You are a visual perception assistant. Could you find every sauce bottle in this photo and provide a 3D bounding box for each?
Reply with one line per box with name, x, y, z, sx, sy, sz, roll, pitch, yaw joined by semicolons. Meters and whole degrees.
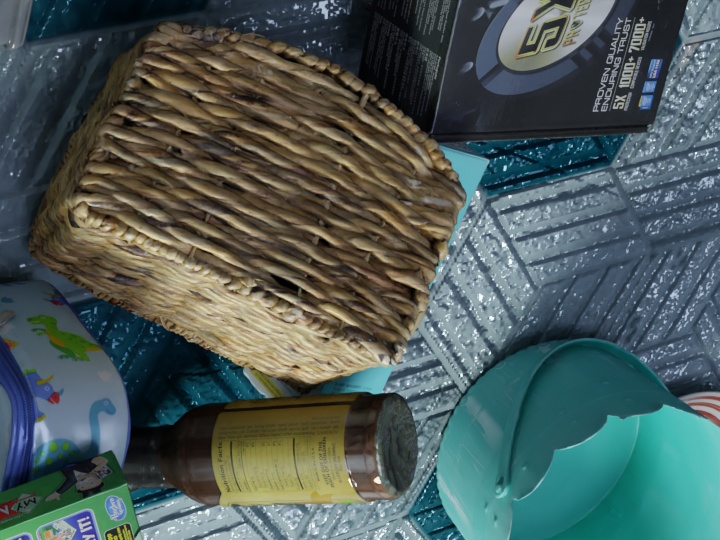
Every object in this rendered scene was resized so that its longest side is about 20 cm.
sauce bottle;-0.065;0.107;0.922;0.065;0.199;0.065;17;71;-61

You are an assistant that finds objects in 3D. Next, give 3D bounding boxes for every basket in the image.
basket;-0.062;-0.038;0.855;0.199;0.149;0.143;26;72;-15

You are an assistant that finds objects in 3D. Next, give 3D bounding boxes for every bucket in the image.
bucket;0.160;0.155;1.108;0.206;0.135;0.208;-11;118;-21

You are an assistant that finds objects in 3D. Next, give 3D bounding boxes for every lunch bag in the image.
lunch bag;-0.193;0.116;0.848;0.082;0.161;0.201;-1;119;-33

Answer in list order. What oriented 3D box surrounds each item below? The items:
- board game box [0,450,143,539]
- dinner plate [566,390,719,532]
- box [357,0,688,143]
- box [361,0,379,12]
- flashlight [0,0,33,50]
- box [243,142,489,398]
board game box;-0.166;0.196;0.794;0.134;0.029;0.201;-20;128;-17
dinner plate;0.243;0.181;1.270;0.199;0.024;0.201;-16;126;-24
box;0.102;-0.181;0.865;0.163;0.086;0.201;-5;120;-31
box;0.061;-0.242;0.882;0.200;0.035;0.110;-44;132;-3
flashlight;-0.173;-0.205;0.724;0.067;0.068;0.201;6;116;-24
box;0.000;0.000;0.959;0.049;0.082;0.201;11;111;-39
